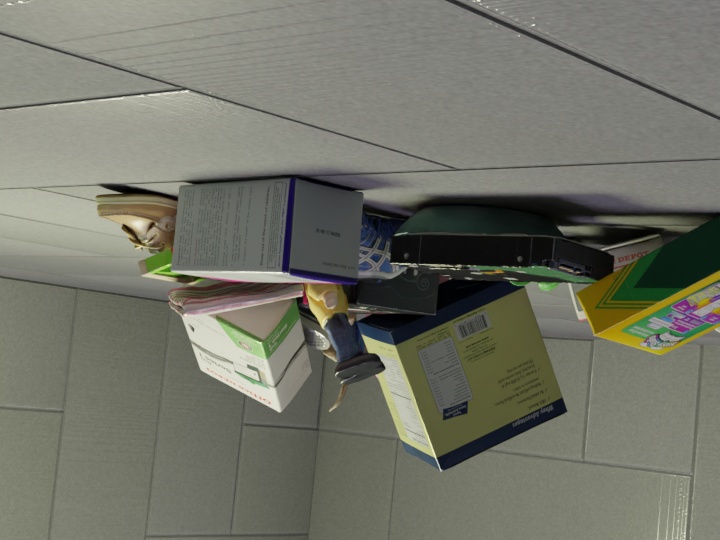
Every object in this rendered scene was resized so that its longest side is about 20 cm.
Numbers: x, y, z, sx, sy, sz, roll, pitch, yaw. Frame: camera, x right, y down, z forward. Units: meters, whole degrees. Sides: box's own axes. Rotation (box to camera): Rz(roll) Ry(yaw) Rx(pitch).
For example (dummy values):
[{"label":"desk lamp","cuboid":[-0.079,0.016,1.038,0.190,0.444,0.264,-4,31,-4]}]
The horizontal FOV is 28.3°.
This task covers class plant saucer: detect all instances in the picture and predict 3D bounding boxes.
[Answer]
[{"label":"plant saucer","cuboid":[0.137,-0.045,1.584,0.199,0.036,0.200,5,175,0]}]

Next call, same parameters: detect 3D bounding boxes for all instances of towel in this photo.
[{"label":"towel","cuboid":[-0.157,0.025,1.741,0.146,0.030,0.200,-12,-174,-12]}]

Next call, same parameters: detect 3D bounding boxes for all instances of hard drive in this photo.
[{"label":"hard drive","cuboid":[0.150,-0.013,1.515,0.200,0.038,0.140,3,174,37]}]

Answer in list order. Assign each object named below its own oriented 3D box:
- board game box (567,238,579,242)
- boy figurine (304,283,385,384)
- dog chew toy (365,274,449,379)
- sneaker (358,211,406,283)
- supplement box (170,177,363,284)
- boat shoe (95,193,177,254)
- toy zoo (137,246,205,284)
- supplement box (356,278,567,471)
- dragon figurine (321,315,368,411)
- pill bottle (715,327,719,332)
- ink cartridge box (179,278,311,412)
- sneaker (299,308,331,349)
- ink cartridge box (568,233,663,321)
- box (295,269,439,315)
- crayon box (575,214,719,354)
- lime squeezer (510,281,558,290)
[{"label":"board game box","cuboid":[0.172,-0.026,1.804,0.134,0.029,0.200,8,174,-16]},{"label":"boy figurine","cuboid":[-0.031,0.035,1.690,0.064,0.200,0.124,-19,158,3]},{"label":"dog chew toy","cuboid":[0.060,0.068,2.012,0.124,0.201,0.125,5,175,0]},{"label":"sneaker","cuboid":[-0.001,-0.033,1.639,0.200,0.076,0.077,-9,150,-36]},{"label":"supplement box","cuboid":[-0.102,-0.040,1.533,0.200,0.104,0.101,-1,173,45]},{"label":"boat shoe","cuboid":[-0.246,-0.053,1.736,0.074,0.067,0.200,2,174,34]},{"label":"toy zoo","cuboid":[-0.156,-0.031,1.750,0.200,0.021,0.131,-22,167,19]},{"label":"supplement box","cuboid":[0.134,0.127,1.896,0.200,0.200,0.134,-23,-169,-16]},{"label":"dragon figurine","cuboid":[-0.018,0.101,2.044,0.059,0.201,0.099,-7,171,11]},{"label":"pill bottle","cuboid":[0.507,0.041,1.709,0.200,0.114,0.114,10,173,-39]},{"label":"ink cartridge box","cuboid":[-0.154,0.088,1.922,0.146,0.084,0.200,26,153,21]},{"label":"sneaker","cuboid":[-0.117,0.030,1.975,0.200,0.080,0.078,30,153,-6]},{"label":"ink cartridge box","cuboid":[0.301,0.010,1.669,0.116,0.068,0.200,-15,171,9]},{"label":"box","cuboid":[0.000,0.000,1.839,0.122,0.106,0.200,9,175,-31]},{"label":"crayon box","cuboid":[0.349,0.020,1.520,0.172,0.058,0.200,-29,157,24]},{"label":"lime squeezer","cuboid":[0.198,-0.005,1.725,0.200,0.038,0.071,9,-155,-37]}]
